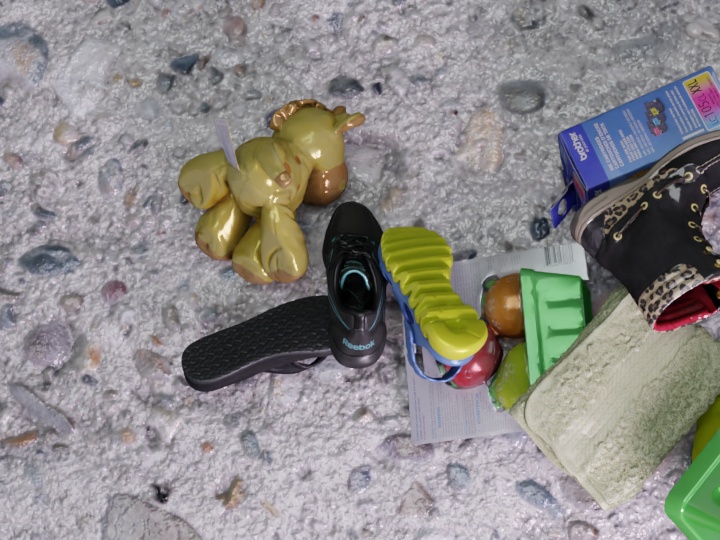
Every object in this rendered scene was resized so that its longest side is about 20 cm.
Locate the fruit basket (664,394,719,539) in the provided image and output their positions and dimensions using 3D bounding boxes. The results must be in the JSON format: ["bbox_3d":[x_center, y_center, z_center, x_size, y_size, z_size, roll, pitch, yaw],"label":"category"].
[{"bbox_3d":[0.366,0.207,1.587,0.215,0.216,0.156,39,82,16],"label":"fruit basket"}]

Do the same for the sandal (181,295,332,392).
[{"bbox_3d":[-0.087,0.078,1.734,0.198,0.048,0.076,-16,53,-3],"label":"sandal"}]

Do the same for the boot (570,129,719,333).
[{"bbox_3d":[0.315,-0.038,1.585,0.199,0.073,0.151,-27,51,-4],"label":"boot"}]

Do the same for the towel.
[{"bbox_3d":[0.255,0.116,1.607,0.148,0.036,0.200,43,83,4],"label":"towel"}]

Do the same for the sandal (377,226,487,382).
[{"bbox_3d":[0.062,0.035,1.670,0.079,0.088,0.201,-1,43,-17],"label":"sandal"}]

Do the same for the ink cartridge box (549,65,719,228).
[{"bbox_3d":[0.277,-0.108,1.690,0.198,0.137,0.077,-22,65,2],"label":"ink cartridge box"}]

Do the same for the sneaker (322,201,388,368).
[{"bbox_3d":[0.000,0.000,1.709,0.074,0.080,0.202,-3,51,-3],"label":"sneaker"}]

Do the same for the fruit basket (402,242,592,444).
[{"bbox_3d":[0.141,0.076,1.700,0.198,0.094,0.187,-11,73,21],"label":"fruit basket"}]

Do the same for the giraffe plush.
[{"bbox_3d":[-0.079,-0.105,1.747,0.172,0.202,0.162,28,46,28],"label":"giraffe plush"}]
